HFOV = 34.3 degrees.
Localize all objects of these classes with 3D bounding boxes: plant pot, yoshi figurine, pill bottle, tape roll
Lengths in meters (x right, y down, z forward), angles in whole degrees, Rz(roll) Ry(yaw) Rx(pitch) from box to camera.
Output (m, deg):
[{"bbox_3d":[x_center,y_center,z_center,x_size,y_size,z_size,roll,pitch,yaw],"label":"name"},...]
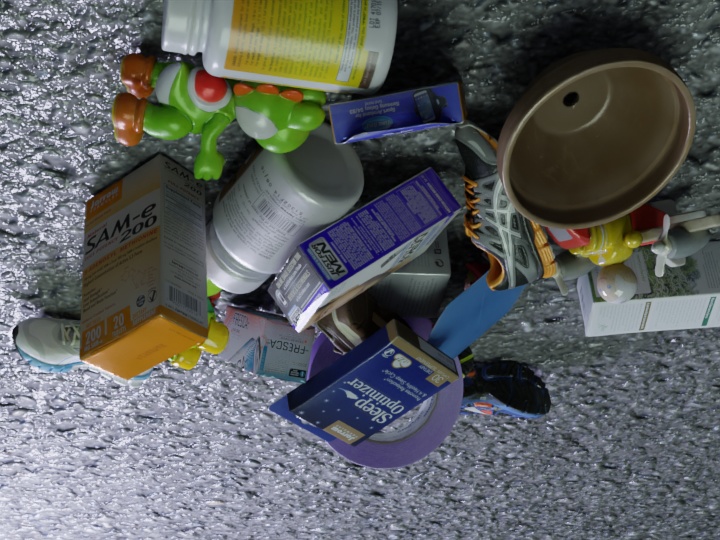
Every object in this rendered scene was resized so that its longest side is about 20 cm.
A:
[{"bbox_3d":[0.221,-0.146,1.157,0.198,0.093,0.203,-10,134,-10],"label":"plant pot"},{"bbox_3d":[-0.129,-0.150,1.118,0.197,0.112,0.114,5,111,5],"label":"yoshi figurine"},{"bbox_3d":[-0.093,-0.063,1.246,0.113,0.116,0.200,18,139,-28],"label":"pill bottle"},{"bbox_3d":[-0.073,-0.220,1.031,0.197,0.110,0.110,5,144,-13],"label":"pill bottle"},{"bbox_3d":[0.028,0.145,1.477,0.197,0.203,0.066,2,180,-8],"label":"tape roll"}]

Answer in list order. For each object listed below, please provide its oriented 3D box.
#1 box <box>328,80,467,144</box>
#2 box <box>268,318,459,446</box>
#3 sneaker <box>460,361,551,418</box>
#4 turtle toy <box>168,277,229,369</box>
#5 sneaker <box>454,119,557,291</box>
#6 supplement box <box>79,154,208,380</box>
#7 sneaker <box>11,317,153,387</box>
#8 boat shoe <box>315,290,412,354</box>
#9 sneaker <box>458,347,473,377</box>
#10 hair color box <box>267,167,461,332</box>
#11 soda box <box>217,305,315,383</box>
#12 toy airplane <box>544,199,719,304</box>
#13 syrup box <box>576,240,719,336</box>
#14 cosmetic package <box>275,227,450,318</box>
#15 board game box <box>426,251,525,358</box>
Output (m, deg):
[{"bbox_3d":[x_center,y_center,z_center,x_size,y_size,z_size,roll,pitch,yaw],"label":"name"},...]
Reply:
[{"bbox_3d":[0.039,-0.150,1.094,0.117,0.042,0.200,-9,-173,7],"label":"box"},{"bbox_3d":[0.002,0.142,1.356,0.199,0.033,0.121,-35,134,23],"label":"box"},{"bbox_3d":[0.174,0.171,1.650,0.197,0.076,0.079,13,152,-9],"label":"sneaker"},{"bbox_3d":[-0.219,0.033,1.371,0.145,0.102,0.199,25,148,-26],"label":"turtle toy"},{"bbox_3d":[0.141,-0.064,1.238,0.077,0.078,0.202,-27,109,0],"label":"sneaker"},{"bbox_3d":[-0.231,-0.004,1.243,0.125,0.202,0.073,-27,142,29],"label":"supplement box"},{"bbox_3d":[-0.341,0.086,1.485,0.198,0.076,0.087,13,135,-35],"label":"sneaker"},{"bbox_3d":[0.004,0.077,1.378,0.074,0.075,0.203,-4,145,30],"label":"boat shoe"},{"bbox_3d":[0.048,0.123,1.559,0.197,0.076,0.077,10,160,-6],"label":"sneaker"},{"bbox_3d":[0.005,-0.023,1.251,0.199,0.065,0.109,-30,168,-32],"label":"hair color box"},{"bbox_3d":[-0.117,0.086,1.409,0.063,0.069,0.200,11,179,-19],"label":"soda box"},{"bbox_3d":[0.295,-0.029,1.301,0.196,0.143,0.200,3,165,10],"label":"toy airplane"},{"bbox_3d":[0.373,0.022,1.437,0.197,0.080,0.082,-4,145,0],"label":"syrup box"},{"bbox_3d":[0.000,0.000,1.380,0.197,0.072,0.102,2,147,-8],"label":"cosmetic package"},{"bbox_3d":[0.134,0.033,1.411,0.199,0.039,0.159,-38,155,-22],"label":"board game box"}]
